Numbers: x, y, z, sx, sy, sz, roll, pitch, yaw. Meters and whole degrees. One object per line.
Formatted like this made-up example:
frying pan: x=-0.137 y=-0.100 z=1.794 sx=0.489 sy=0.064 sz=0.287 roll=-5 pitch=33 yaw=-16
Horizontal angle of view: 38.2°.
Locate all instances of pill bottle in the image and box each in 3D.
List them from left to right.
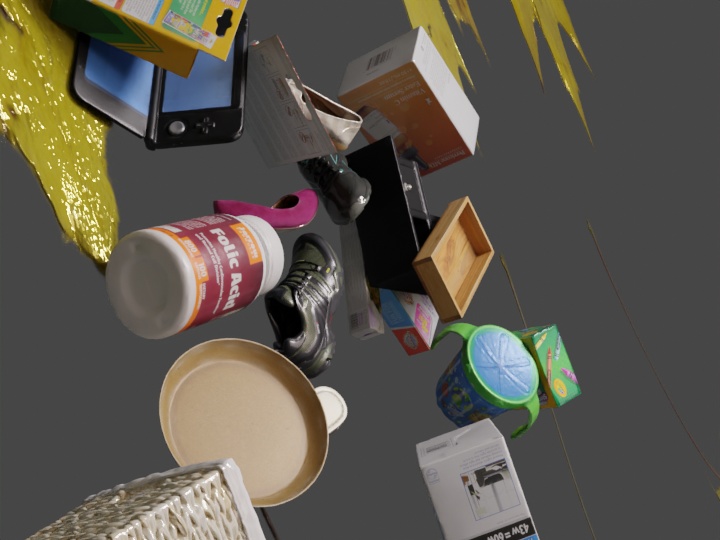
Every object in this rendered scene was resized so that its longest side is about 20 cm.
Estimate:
pill bottle: x=-0.175 y=-0.001 z=1.146 sx=0.199 sy=0.113 sz=0.116 roll=-21 pitch=90 yaw=-60

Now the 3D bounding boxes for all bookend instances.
bookend: x=0.079 y=-0.075 z=1.563 sx=0.199 sy=0.091 sz=0.202 roll=11 pitch=63 yaw=-58

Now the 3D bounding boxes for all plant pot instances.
plant pot: x=-0.129 y=0.168 z=1.138 sx=0.197 sy=0.028 sz=0.202 roll=17 pitch=49 yaw=-20

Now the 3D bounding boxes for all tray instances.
tray: x=0.136 y=-0.018 z=1.493 sx=0.100 sy=0.037 sz=0.200 roll=61 pitch=30 yaw=-17

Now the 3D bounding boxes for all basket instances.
basket: x=-0.184 y=0.293 z=0.876 sx=0.160 sy=0.196 sz=0.203 roll=-24 pitch=93 yaw=-56

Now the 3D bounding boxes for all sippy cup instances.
sippy cup: x=0.187 y=0.176 z=1.616 sx=0.138 sy=0.131 sz=0.180 roll=4 pitch=55 yaw=-32

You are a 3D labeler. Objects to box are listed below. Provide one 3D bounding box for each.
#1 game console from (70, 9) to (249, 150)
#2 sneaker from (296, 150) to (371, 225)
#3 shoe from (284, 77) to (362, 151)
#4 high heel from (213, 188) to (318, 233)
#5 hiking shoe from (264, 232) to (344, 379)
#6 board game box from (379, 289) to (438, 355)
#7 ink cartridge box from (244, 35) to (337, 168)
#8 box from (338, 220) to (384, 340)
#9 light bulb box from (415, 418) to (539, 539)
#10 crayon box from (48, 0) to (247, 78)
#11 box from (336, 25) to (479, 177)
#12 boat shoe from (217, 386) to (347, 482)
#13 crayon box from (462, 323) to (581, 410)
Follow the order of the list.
game console: x=-0.228 y=-0.256 z=1.220 sx=0.117 sy=0.173 sz=0.203 roll=76 pitch=11 yaw=-59
sneaker: x=-0.048 y=-0.126 z=1.441 sx=0.079 sy=0.076 sz=0.200 roll=34 pitch=10 yaw=-30
shoe: x=-0.082 y=-0.243 z=1.485 sx=0.199 sy=0.053 sz=0.071 roll=29 pitch=39 yaw=-32
high heel: x=-0.121 y=-0.086 z=1.345 sx=0.200 sy=0.067 sz=0.097 roll=-46 pitch=118 yaw=-47
hiking shoe: x=-0.076 y=0.031 z=1.335 sx=0.100 sy=0.075 sz=0.203 roll=37 pitch=43 yaw=-49
board game box: x=0.076 y=0.011 z=1.641 sx=0.154 sy=0.040 sz=0.201 roll=56 pitch=32 yaw=-24
ink cartridge box: x=-0.100 y=-0.219 z=1.334 sx=0.057 sy=0.199 sz=0.164 roll=-38 pitch=108 yaw=-30
box: x=0.000 y=0.000 z=1.519 sx=0.039 sy=0.041 sz=0.203 roll=27 pitch=50 yaw=-51
light bulb box: x=0.167 y=0.331 z=1.444 sx=0.198 sy=0.123 sz=0.203 roll=29 pitch=42 yaw=-88
crayon box: x=-0.239 y=-0.303 z=1.192 sx=0.197 sy=0.052 sz=0.127 roll=22 pitch=48 yaw=-13
box: x=0.082 y=-0.266 z=1.706 sx=0.201 sy=0.151 sz=0.107 roll=51 pitch=33 yaw=-29
boat shoe: x=-0.100 y=0.198 z=1.194 sx=0.199 sy=0.060 sz=0.072 roll=-27 pitch=75 yaw=-43
crayon box: x=0.260 y=0.163 z=1.703 sx=0.058 sy=0.199 sz=0.120 roll=-23 pitch=93 yaw=-30
